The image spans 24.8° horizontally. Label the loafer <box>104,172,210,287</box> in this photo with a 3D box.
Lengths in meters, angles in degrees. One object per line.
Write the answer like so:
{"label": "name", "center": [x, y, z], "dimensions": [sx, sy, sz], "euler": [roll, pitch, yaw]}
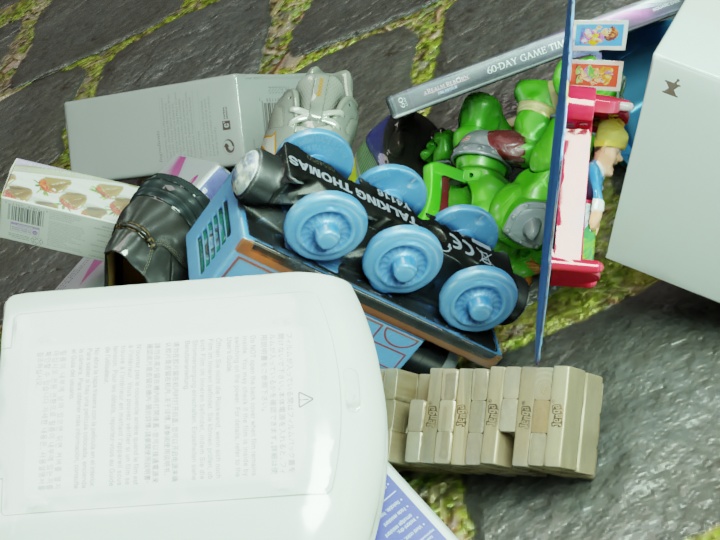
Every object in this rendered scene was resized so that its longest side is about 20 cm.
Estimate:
{"label": "loafer", "center": [-0.135, 0.036, 1.026], "dimensions": [0.073, 0.201, 0.072], "euler": [21, 42, 23]}

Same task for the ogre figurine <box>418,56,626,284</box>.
{"label": "ogre figurine", "center": [0.085, -0.058, 1.043], "dimensions": [0.200, 0.098, 0.120], "euler": [-1, 60, 44]}

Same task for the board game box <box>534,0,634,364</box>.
{"label": "board game box", "center": [0.119, -0.047, 0.857], "dimensions": [0.039, 0.201, 0.158], "euler": [5, 36, 5]}

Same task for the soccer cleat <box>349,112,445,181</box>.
{"label": "soccer cleat", "center": [0.005, -0.029, 1.148], "dimensions": [0.084, 0.065, 0.201], "euler": [-42, 18, 49]}

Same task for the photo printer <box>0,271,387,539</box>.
{"label": "photo printer", "center": [-0.086, 0.084, 0.842], "dimensions": [0.199, 0.070, 0.167], "euler": [-5, 64, 4]}

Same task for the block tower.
{"label": "block tower", "center": [0.042, 0.085, 0.913], "dimensions": [0.199, 0.054, 0.058], "euler": [-2, 76, 40]}

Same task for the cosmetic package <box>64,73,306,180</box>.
{"label": "cosmetic package", "center": [-0.136, -0.114, 1.327], "dimensions": [0.199, 0.072, 0.101], "euler": [-4, 3, 39]}

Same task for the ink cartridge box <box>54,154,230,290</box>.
{"label": "ink cartridge box", "center": [-0.176, 0.001, 1.178], "dimensions": [0.197, 0.043, 0.200], "euler": [-50, 18, -8]}

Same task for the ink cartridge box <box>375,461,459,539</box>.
{"label": "ink cartridge box", "center": [-0.021, 0.137, 0.868], "dimensions": [0.099, 0.039, 0.200], "euler": [-37, 64, -13]}

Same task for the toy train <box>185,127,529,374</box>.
{"label": "toy train", "center": [0.000, 0.000, 0.938], "dimensions": [0.114, 0.200, 0.087], "euler": [-49, 31, 28]}

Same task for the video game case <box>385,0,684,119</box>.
{"label": "video game case", "center": [0.113, -0.142, 1.081], "dimensions": [0.199, 0.019, 0.143], "euler": [-19, 5, 4]}

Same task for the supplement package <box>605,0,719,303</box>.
{"label": "supplement package", "center": [0.244, -0.093, 0.870], "dimensions": [0.151, 0.151, 0.200], "euler": [23, 52, 15]}

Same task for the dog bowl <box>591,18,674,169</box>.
{"label": "dog bowl", "center": [0.212, -0.099, 1.061], "dimensions": [0.111, 0.050, 0.200], "euler": [-31, 29, -2]}

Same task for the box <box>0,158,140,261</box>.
{"label": "box", "center": [-0.132, -0.025, 1.059], "dimensions": [0.199, 0.042, 0.039], "euler": [12, 46, -3]}

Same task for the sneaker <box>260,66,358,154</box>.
{"label": "sneaker", "center": [-0.038, -0.076, 1.048], "dimensions": [0.075, 0.092, 0.200], "euler": [13, 23, -5]}
